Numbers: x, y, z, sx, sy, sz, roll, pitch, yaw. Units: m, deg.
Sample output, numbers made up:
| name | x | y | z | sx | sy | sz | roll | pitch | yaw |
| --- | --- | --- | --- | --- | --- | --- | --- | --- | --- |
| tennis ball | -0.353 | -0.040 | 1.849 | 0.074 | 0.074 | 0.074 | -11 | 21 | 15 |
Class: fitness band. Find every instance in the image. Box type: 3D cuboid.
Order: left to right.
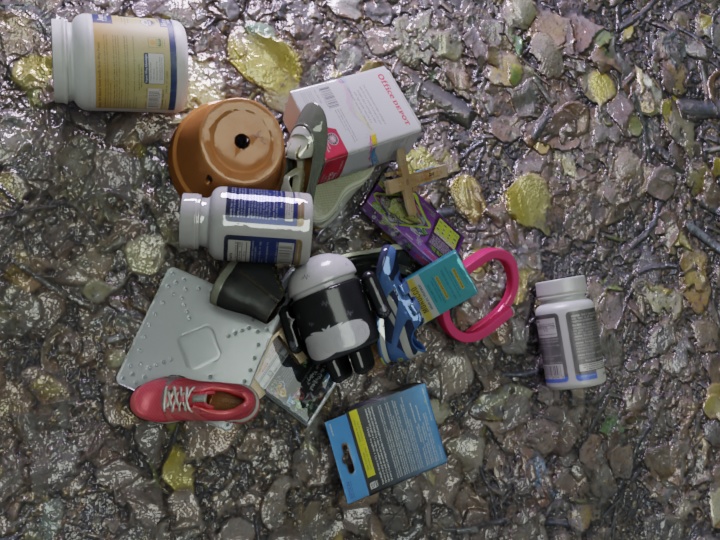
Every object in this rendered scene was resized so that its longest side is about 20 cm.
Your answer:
| name | x | y | z | sx | sy | sz | roll | pitch | yaw |
| --- | --- | --- | --- | --- | --- | --- | --- | --- | --- |
| fitness band | 0.219 | 0.045 | 1.428 | 0.199 | 0.037 | 0.145 | -34 | 115 | -25 |

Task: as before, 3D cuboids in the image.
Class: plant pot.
| name | x | y | z | sx | sy | sz | roll | pitch | yaw |
| --- | --- | --- | --- | --- | --- | --- | --- | --- | --- |
| plant pot | -0.207 | -0.192 | 1.263 | 0.196 | 0.140 | 0.204 | 3 | 82 | -20 |

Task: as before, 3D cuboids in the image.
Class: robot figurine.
| name | x | y | z | sx | sy | sz | roll | pitch | yaw |
| --- | --- | --- | --- | --- | --- | --- | --- | --- | --- |
| robot figurine | -0.041 | 0.073 | 1.249 | 0.148 | 0.125 | 0.203 | -19 | 87 | -26 |

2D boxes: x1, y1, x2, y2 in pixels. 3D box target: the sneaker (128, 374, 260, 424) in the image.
| name | x | y | z | sx | sy | sz | roll | pitch | yaw |
| --- | --- | --- | --- | --- | --- | --- | --- | --- | --- |
| sneaker | -0.250 | 0.190 | 1.166 | 0.196 | 0.087 | 0.075 | 1 | 75 | -6 |

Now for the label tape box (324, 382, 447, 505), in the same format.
| name | x | y | z | sx | sy | sz | roll | pitch | yaw |
| --- | --- | --- | --- | --- | --- | --- | --- | --- | --- |
| label tape box | 0.036 | 0.293 | 1.334 | 0.197 | 0.063 | 0.147 | -16 | 90 | -22 |

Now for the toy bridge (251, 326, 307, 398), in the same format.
| name | x | y | z | sx | sy | sz | roll | pitch | yaw |
| --- | --- | --- | --- | --- | --- | --- | --- | --- | --- |
| toy bridge | -0.115 | 0.125 | 1.293 | 0.199 | 0.027 | 0.068 | -40 | 97 | -20 |

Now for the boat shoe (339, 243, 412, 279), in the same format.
| name | x | y | z | sx | sy | sz | roll | pitch | yaw |
| --- | --- | --- | --- | --- | --- | --- | --- | --- | --- |
| boat shoe | 0.000 | 0.000 | 1.354 | 0.197 | 0.072 | 0.069 | -8 | 82 | -24 |

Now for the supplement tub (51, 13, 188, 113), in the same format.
| name | x | y | z | sx | sy | sz | roll | pitch | yaw |
| --- | --- | --- | --- | --- | --- | --- | --- | --- | --- |
| supplement tub | -0.375 | -0.321 | 1.211 | 0.196 | 0.144 | 0.147 | -3 | 84 | -22 |

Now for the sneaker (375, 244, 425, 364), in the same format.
| name | x | y | z | sx | sy | sz | roll | pitch | yaw |
| --- | --- | --- | --- | --- | --- | --- | --- | --- | --- |
| sneaker | 0.065 | 0.055 | 1.291 | 0.081 | 0.074 | 0.204 | -3 | 104 | 12 |

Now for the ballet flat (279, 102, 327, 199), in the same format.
| name | x | y | z | sx | sy | sz | roll | pitch | yaw |
| --- | --- | --- | --- | --- | --- | --- | --- | --- | --- |
| ballet flat | -0.097 | -0.168 | 1.251 | 0.063 | 0.067 | 0.204 | -16 | 120 | -57 |

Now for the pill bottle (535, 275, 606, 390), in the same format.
| name | x | y | z | sx | sy | sz | roll | pitch | yaw |
| --- | --- | --- | --- | --- | --- | --- | --- | --- | --- |
| pill bottle | 0.393 | 0.116 | 1.469 | 0.112 | 0.114 | 0.204 | -6 | 86 | -21 |

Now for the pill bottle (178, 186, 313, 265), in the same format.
| name | x | y | z | sx | sy | sz | roll | pitch | yaw |
| --- | --- | --- | --- | --- | --- | --- | --- | --- | --- |
| pill bottle | -0.174 | -0.069 | 1.189 | 0.196 | 0.111 | 0.113 | 4 | 82 | -9 |

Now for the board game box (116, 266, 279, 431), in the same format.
| name | x | y | z | sx | sy | sz | roll | pitch | yaw |
| --- | --- | --- | --- | --- | --- | --- | --- | --- | --- |
| board game box | -0.256 | 0.125 | 1.239 | 0.197 | 0.026 | 0.203 | 23 | 75 | -1 |

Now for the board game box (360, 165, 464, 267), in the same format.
| name | x | y | z | sx | sy | sz | roll | pitch | yaw |
| --- | --- | --- | --- | --- | --- | --- | --- | --- | --- |
| board game box | 0.097 | -0.085 | 1.399 | 0.200 | 0.032 | 0.121 | 42 | 39 | -11 |

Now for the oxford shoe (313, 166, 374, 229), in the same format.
| name | x | y | z | sx | sy | sz | roll | pitch | yaw |
| --- | --- | --- | --- | --- | --- | --- | --- | --- | --- |
| oxford shoe | -0.040 | -0.146 | 1.369 | 0.074 | 0.058 | 0.201 | 30 | 57 | 10 |

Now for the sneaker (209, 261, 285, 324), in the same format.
| name | x | y | z | sx | sy | sz | roll | pitch | yaw |
| --- | --- | --- | --- | --- | --- | --- | --- | --- | --- |
| sneaker | -0.154 | 0.002 | 1.261 | 0.105 | 0.075 | 0.201 | 25 | 51 | 3 |

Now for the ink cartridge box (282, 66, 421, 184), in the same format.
| name | x | y | z | sx | sy | sz | roll | pitch | yaw |
| --- | --- | --- | --- | --- | --- | --- | --- | --- | --- |
| ink cartridge box | -0.016 | -0.253 | 1.350 | 0.197 | 0.086 | 0.149 | -19 | 72 | -26 |

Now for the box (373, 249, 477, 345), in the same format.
| name | x | y | z | sx | sy | sz | roll | pitch | yaw |
| --- | --- | --- | --- | --- | --- | --- | --- | --- | --- |
| box | 0.099 | 0.049 | 1.347 | 0.198 | 0.049 | 0.083 | -30 | 93 | 9 |

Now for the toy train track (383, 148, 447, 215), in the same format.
| name | x | y | z | sx | sy | sz | roll | pitch | yaw |
| --- | --- | --- | --- | --- | --- | --- | --- | --- | --- |
| toy train track | 0.095 | -0.164 | 1.400 | 0.199 | 0.032 | 0.117 | -23 | 105 | -51 |

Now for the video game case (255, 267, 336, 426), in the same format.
| name | x | y | z | sx | sy | sz | roll | pitch | yaw |
| --- | --- | --- | --- | --- | --- | --- | --- | --- | --- |
| video game case | -0.104 | 0.129 | 1.325 | 0.181 | 0.023 | 0.201 | 39 | 71 | -12 |
